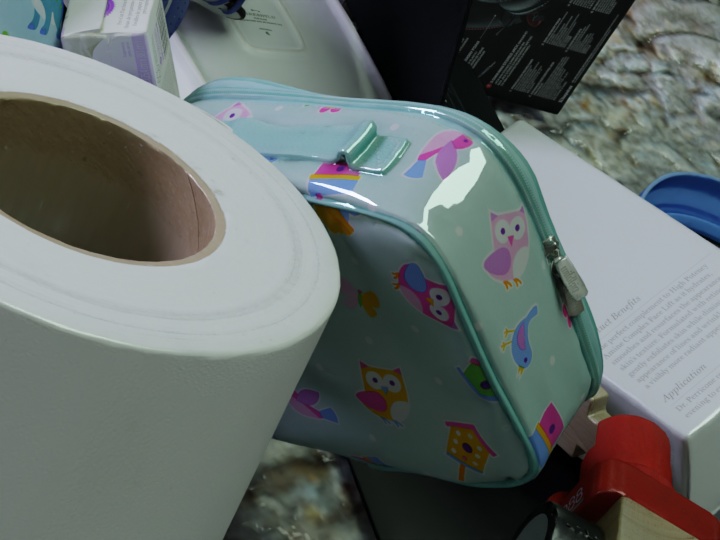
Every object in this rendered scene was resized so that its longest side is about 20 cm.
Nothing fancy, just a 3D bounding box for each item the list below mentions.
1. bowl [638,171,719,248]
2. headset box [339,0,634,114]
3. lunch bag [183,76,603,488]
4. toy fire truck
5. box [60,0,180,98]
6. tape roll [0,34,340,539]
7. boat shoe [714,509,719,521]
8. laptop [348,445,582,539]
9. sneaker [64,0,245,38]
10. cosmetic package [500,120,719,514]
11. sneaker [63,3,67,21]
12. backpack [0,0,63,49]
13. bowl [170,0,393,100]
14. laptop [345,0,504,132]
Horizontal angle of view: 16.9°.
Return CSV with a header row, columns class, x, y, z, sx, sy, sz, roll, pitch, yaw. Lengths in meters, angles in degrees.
class,x,y,z,sx,sy,sz,roll,pitch,yaw
bowl,0.226,0.031,1.385,0.200,0.039,0.201,28,34,-21
headset box,0.061,-0.186,1.388,0.199,0.149,0.075,11,37,-32
lunch bag,0.000,0.000,0.980,0.077,0.199,0.161,-46,128,-33
toy fire truck,0.071,0.121,1.051,0.128,0.176,0.200,31,33,-10
box,-0.094,-0.034,1.067,0.038,0.201,0.042,-1,41,8
tape roll,-0.124,0.022,0.873,0.202,0.140,0.203,20,27,-11
boat shoe,0.211,0.160,1.174,0.200,0.073,0.068,52,30,-20
laptop,0.080,0.089,1.220,0.200,0.103,0.178,36,27,-51
sneaker,-0.080,-0.161,1.157,0.115,0.081,0.200,25,23,-24
cosmetic package,0.112,0.023,1.136,0.101,0.074,0.200,-34,51,-26
sneaker,-0.232,-0.098,1.121,0.199,0.090,0.079,-1,94,-23
backpack,-0.194,-0.096,1.020,0.162,0.154,0.201,6,69,-26
bowl,-0.067,-0.105,1.260,0.199,0.075,0.200,0,51,-42
laptop,0.058,-0.129,1.258,0.200,0.103,0.178,34,23,-41
